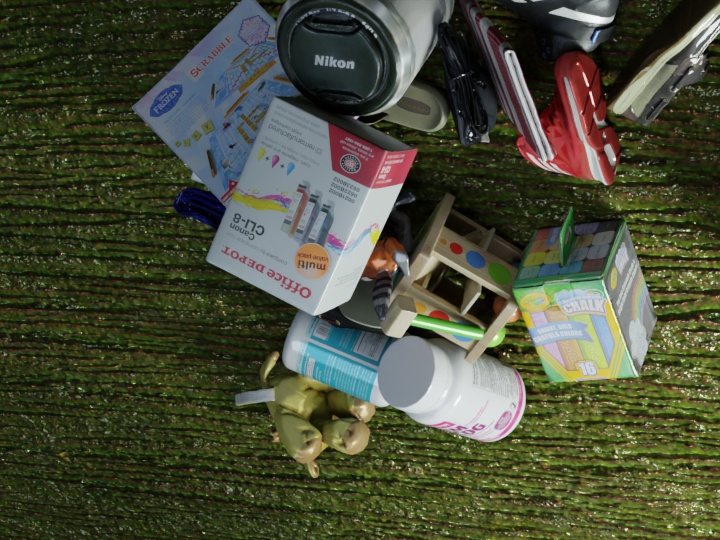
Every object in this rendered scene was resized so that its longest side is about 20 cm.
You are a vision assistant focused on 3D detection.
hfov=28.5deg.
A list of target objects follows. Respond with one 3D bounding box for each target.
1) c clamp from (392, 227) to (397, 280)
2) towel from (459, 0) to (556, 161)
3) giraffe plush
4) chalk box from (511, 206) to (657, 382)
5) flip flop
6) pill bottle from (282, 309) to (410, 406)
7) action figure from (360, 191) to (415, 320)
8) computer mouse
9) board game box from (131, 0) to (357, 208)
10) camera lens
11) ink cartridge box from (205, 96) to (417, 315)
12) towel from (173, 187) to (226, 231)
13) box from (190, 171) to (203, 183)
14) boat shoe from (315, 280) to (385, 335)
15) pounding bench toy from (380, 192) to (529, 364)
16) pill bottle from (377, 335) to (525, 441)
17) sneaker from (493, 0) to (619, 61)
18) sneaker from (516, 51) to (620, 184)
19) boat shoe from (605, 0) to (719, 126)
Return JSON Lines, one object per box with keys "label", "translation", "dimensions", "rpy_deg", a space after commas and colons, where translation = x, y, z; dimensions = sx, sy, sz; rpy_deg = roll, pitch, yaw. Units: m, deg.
{"label": "c clamp", "translation": [-0.025, -0.029, 1.914], "dimensions": [0.170, 0.027, 0.200], "rpy_deg": [31, 134, 1]}
{"label": "towel", "translation": [0.162, -0.216, 1.563], "dimensions": [0.023, 0.200, 0.145], "rpy_deg": [-25, 119, 2]}
{"label": "giraffe plush", "translation": [-0.072, 0.220, 2.072], "dimensions": [0.198, 0.174, 0.162], "rpy_deg": [6, 151, 10]}
{"label": "chalk box", "translation": [0.269, 0.021, 1.737], "dimensions": [0.123, 0.125, 0.201], "rpy_deg": [-7, 122, 31]}
{"label": "flip flop", "translation": [0.010, -0.206, 1.728], "dimensions": [0.199, 0.058, 0.081], "rpy_deg": [17, 132, 15]}
{"label": "pill bottle", "translation": [0.000, 0.119, 1.964], "dimensions": [0.199, 0.111, 0.111], "rpy_deg": [23, 134, 9]}
{"label": "action figure", "translation": [0.000, 0.000, 1.747], "dimensions": [0.199, 0.194, 0.105], "rpy_deg": [-34, 97, 18]}
{"label": "computer mouse", "translation": [0.129, -0.197, 1.616], "dimensions": [0.052, 0.200, 0.139], "rpy_deg": [-15, 82, 3]}
{"label": "board game box", "translation": [-0.136, -0.192, 1.701], "dimensions": [0.200, 0.200, 0.041], "rpy_deg": [46, 179, 13]}
{"label": "camera lens", "translation": [0.008, -0.279, 1.570], "dimensions": [0.159, 0.200, 0.161], "rpy_deg": [14, 132, 16]}
{"label": "ink cartridge box", "translation": [-0.053, -0.073, 1.577], "dimensions": [0.145, 0.145, 0.201], "rpy_deg": [26, 102, 11]}
{"label": "towel", "translation": [-0.120, -0.068, 1.811], "dimensions": [0.147, 0.199, 0.050], "rpy_deg": [26, 103, 42]}
{"label": "box", "translation": [-0.092, -0.144, 1.774], "dimensions": [0.199, 0.097, 0.125], "rpy_deg": [21, 104, 11]}
{"label": "boat shoe", "translation": [-0.013, 0.041, 1.879], "dimensions": [0.201, 0.074, 0.063], "rpy_deg": [22, 148, 39]}
{"label": "pounding bench toy", "translation": [0.121, 0.039, 1.768], "dimensions": [0.155, 0.200, 0.124], "rpy_deg": [30, 134, -4]}
{"label": "pill bottle", "translation": [0.119, 0.154, 1.867], "dimensions": [0.113, 0.114, 0.199], "rpy_deg": [-18, 154, 36]}
{"label": "sneaker", "translation": [0.183, -0.287, 1.562], "dimensions": [0.199, 0.073, 0.112], "rpy_deg": [14, 130, 15]}
{"label": "sneaker", "translation": [0.220, -0.169, 1.616], "dimensions": [0.115, 0.079, 0.200], "rpy_deg": [5, 143, 27]}
{"label": "boat shoe", "translation": [0.346, -0.232, 1.533], "dimensions": [0.065, 0.073, 0.200], "rpy_deg": [29, 139, -13]}
